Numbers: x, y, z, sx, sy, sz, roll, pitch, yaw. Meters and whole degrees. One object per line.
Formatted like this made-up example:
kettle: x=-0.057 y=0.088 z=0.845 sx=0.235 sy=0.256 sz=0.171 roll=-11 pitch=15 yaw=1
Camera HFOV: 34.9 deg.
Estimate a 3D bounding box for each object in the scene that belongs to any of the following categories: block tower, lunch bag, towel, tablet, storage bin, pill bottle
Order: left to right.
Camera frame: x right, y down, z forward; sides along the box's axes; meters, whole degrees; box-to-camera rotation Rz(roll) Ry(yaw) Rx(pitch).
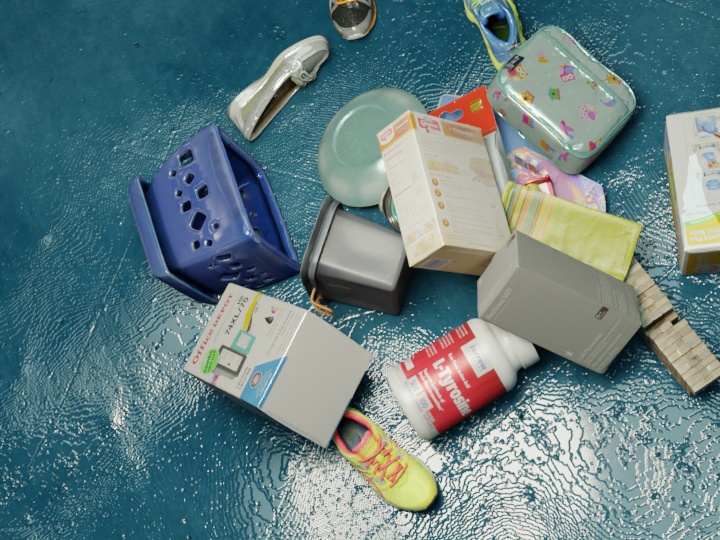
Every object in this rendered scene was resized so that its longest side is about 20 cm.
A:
storage bin: x=0.000 y=0.000 z=1.642 sx=0.132 sy=0.200 sz=0.148 roll=17 pitch=76 yaw=10
pill bottle: x=0.144 y=0.139 z=1.592 sx=0.198 sy=0.112 sz=0.113 roll=-32 pitch=67 yaw=3
tablet: x=0.201 y=-0.196 z=1.745 sx=0.197 sy=0.014 sz=0.132 roll=11 pitch=76 yaw=19
lunch bag: x=0.294 y=-0.257 z=1.678 sx=0.200 sy=0.077 sz=0.160 roll=44 pitch=72 yaw=8
towel: x=0.283 y=-0.054 z=1.590 sx=0.197 sy=0.018 sz=0.087 roll=19 pitch=102 yaw=15
block tower: x=0.416 y=0.080 z=1.572 sx=0.054 sy=0.058 sz=0.201 roll=-35 pitch=65 yaw=1

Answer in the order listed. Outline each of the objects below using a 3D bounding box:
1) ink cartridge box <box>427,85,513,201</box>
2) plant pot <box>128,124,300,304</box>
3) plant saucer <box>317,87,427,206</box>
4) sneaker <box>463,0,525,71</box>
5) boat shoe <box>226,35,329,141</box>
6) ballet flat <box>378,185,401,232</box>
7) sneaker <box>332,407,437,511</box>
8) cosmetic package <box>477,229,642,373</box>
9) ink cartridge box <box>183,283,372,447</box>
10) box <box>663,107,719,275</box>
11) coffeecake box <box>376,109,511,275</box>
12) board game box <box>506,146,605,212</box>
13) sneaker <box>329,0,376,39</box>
ink cartridge box: x=0.137 y=-0.160 z=1.700 sx=0.161 sy=0.050 sz=0.203 roll=-23 pitch=71 yaw=28
plant pot: x=-0.226 y=-0.069 z=1.722 sx=0.178 sy=0.200 sz=0.202 roll=-26 pitch=68 yaw=11
plant saucer: x=0.011 y=-0.198 z=1.759 sx=0.198 sy=0.039 sz=0.204 roll=-11 pitch=66 yaw=25
sneaker: x=0.206 y=-0.403 z=1.764 sx=0.075 sy=0.105 sz=0.202 roll=-25 pitch=68 yaw=5
boat shoe: x=-0.123 y=-0.294 z=1.837 sx=0.201 sy=0.074 sz=0.065 roll=-39 pitch=72 yaw=4
ballet flat: x=0.066 y=-0.111 z=1.637 sx=0.072 sy=0.074 sz=0.201 roll=6 pitch=44 yaw=16
sneaker: x=0.022 y=0.262 z=1.596 sx=0.199 sy=0.090 sz=0.078 roll=36 pitch=82 yaw=21
cosmetic package: x=0.263 y=0.042 z=1.530 sx=0.197 sy=0.107 sz=0.091 roll=21 pitch=36 yaw=-14
ink cartridge box: x=-0.118 y=0.130 z=1.609 sx=0.199 sy=0.146 sz=0.148 roll=15 pitch=74 yaw=50
box: x=0.483 y=-0.107 z=1.585 sx=0.100 sy=0.113 sz=0.203 roll=-6 pitch=70 yaw=11
coffeecake box: x=0.118 y=-0.104 z=1.576 sx=0.073 sy=0.152 sz=0.203 roll=-31 pitch=63 yaw=41
board game box: x=0.255 y=-0.090 z=1.670 sx=0.198 sy=0.039 sz=0.159 roll=30 pitch=87 yaw=21
sneaker: x=-0.022 y=-0.470 z=1.865 sx=0.077 sy=0.077 sz=0.203 roll=-10 pitch=71 yaw=10
